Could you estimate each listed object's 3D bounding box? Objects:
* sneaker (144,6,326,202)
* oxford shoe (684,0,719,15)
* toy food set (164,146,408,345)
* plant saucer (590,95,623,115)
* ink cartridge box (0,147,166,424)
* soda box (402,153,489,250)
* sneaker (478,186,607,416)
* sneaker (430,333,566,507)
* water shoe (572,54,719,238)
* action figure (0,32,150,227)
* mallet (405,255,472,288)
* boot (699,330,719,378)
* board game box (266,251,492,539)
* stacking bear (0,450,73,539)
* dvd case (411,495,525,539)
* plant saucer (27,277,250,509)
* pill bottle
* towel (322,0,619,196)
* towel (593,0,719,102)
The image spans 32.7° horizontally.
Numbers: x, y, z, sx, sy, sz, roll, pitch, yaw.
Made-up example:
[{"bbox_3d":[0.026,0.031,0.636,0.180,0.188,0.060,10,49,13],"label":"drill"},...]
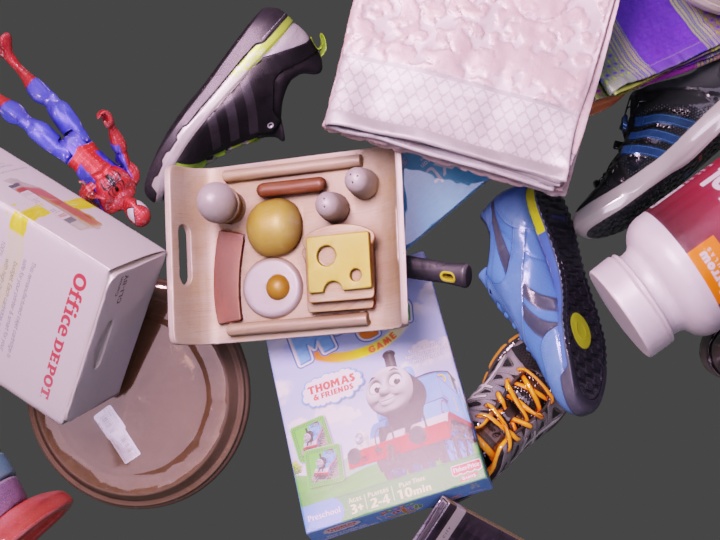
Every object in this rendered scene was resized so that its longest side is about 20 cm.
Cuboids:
[{"bbox_3d":[-0.102,-0.125,1.027,0.082,0.072,0.201,37,99,-13],"label":"sneaker"},{"bbox_3d":[0.333,-0.242,0.981,0.197,0.058,0.076,2,73,-17],"label":"oxford shoe"},{"bbox_3d":[-0.058,-0.022,0.956,0.197,0.060,0.146,-5,83,17],"label":"toy food set"},{"bbox_3d":[0.147,-0.218,0.988,0.197,0.032,0.203,7,67,-15],"label":"plant saucer"},{"bbox_3d":[-0.272,0.007,0.988,0.198,0.083,0.147,30,114,16],"label":"ink cartridge box"},{"bbox_3d":[0.082,-0.097,1.022,0.199,0.064,0.068,-40,88,3],"label":"soda box"},{"bbox_3d":[0.144,0.027,1.002,0.078,0.066,0.203,-26,65,33],"label":"sneaker"},{"bbox_3d":[0.117,0.125,1.017,0.078,0.077,0.200,42,91,3],"label":"sneaker"},{"bbox_3d":[0.242,-0.108,1.021,0.199,0.072,0.079,-39,71,-4],"label":"water shoe"},{"bbox_3d":[-0.245,-0.116,1.020,0.200,0.099,0.065,46,71,-1],"label":"action figure"},{"bbox_3d":[0.000,0.000,0.997,0.198,0.041,0.067,17,121,29],"label":"mallet"},{"bbox_3d":[0.363,0.078,0.955,0.196,0.174,0.071,3,91,3],"label":"boot"},{"bbox_3d":[0.008,0.100,0.997,0.149,0.037,0.202,-18,62,6],"label":"board game box"},{"bbox_3d":[-0.358,0.165,1.029,0.121,0.114,0.200,-43,84,2],"label":"stacking bear"},{"bbox_3d":[0.091,0.279,0.994,0.199,0.016,0.150,33,93,-35],"label":"dvd case"},{"bbox_3d":[-0.193,0.106,1.056,0.196,0.029,0.204,0,91,2],"label":"plant saucer"},{"bbox_3d":[0.289,-0.022,0.988,0.199,0.113,0.114,-36,89,3],"label":"pill bottle"},{"bbox_3d":[0.085,-0.171,0.923,0.197,0.032,0.194,15,81,4],"label":"towel"},{"bbox_3d":[0.234,-0.226,0.986,0.198,0.023,0.145,-23,80,-24],"label":"towel"}]
